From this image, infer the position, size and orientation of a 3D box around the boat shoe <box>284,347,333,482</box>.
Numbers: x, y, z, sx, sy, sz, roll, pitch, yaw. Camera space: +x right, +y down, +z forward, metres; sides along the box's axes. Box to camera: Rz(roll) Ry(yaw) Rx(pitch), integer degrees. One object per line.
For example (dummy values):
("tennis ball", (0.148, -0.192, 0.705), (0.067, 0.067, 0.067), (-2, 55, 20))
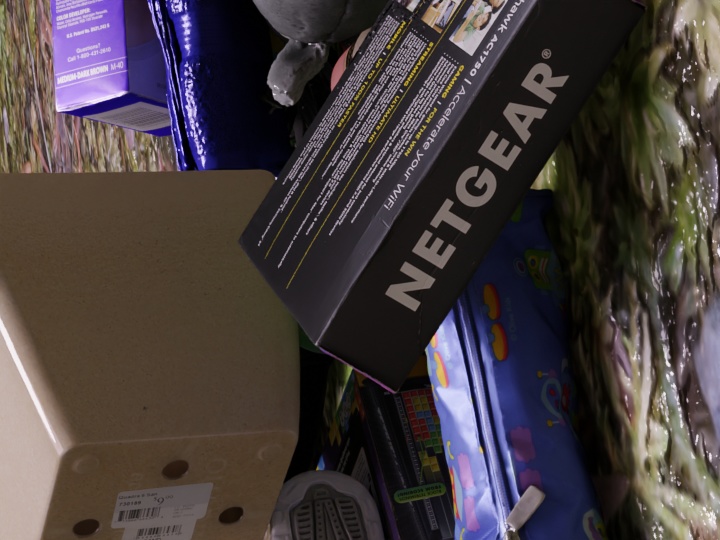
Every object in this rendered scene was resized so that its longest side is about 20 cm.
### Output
("boat shoe", (-0.042, 0.043, 1.445), (0.063, 0.074, 0.202), (18, 98, 32))

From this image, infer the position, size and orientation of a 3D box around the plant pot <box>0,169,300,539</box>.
("plant pot", (-0.136, 0.078, 1.286), (0.177, 0.199, 0.200), (-114, 33, -40))

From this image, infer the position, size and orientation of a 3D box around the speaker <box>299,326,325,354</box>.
("speaker", (0.000, 0.000, 1.307), (0.200, 0.088, 0.089), (153, 109, -74))

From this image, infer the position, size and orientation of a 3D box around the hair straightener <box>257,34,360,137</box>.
("hair straightener", (-0.022, -0.114, 1.380), (0.077, 0.041, 0.200), (-42, 50, 18))

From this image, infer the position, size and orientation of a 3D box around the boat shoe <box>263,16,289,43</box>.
("boat shoe", (-0.042, -0.223, 1.386), (0.063, 0.073, 0.202), (116, 148, -65))

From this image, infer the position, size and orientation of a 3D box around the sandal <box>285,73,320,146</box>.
("sandal", (-0.040, -0.044, 1.508), (0.075, 0.045, 0.201), (-150, 54, -72))

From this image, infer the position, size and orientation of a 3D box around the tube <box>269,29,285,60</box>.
("tube", (-0.068, -0.195, 1.498), (0.077, 0.050, 0.201), (-157, 66, -78))

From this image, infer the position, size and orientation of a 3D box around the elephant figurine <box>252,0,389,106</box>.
("elephant figurine", (0.009, -0.202, 1.125), (0.155, 0.141, 0.200), (56, 150, -8))

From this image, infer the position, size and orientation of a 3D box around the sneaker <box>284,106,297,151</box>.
("sneaker", (-0.077, -0.087, 1.601), (0.085, 0.078, 0.201), (98, 169, -63))

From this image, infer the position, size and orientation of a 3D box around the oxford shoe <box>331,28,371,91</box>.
("oxford shoe", (0.038, -0.055, 1.175), (0.075, 0.070, 0.201), (-55, 48, 47))

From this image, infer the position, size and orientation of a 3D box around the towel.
("towel", (-0.094, -0.151, 1.400), (0.148, 0.049, 0.201), (-1, -98, -77))

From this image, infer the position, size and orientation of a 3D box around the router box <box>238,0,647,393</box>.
("router box", (0.030, -0.062, 1.029), (0.200, 0.051, 0.149), (-57, 24, 8))

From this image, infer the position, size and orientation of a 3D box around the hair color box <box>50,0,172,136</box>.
("hair color box", (-0.143, -0.194, 1.444), (0.065, 0.109, 0.201), (-12, 78, 31))

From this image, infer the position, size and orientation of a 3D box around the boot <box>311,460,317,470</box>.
("boot", (-0.080, 0.060, 1.627), (0.186, 0.064, 0.200), (49, 156, 41))

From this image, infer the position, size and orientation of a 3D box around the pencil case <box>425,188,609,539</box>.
("pencil case", (0.069, 0.057, 1.082), (0.087, 0.078, 0.201), (19, -120, -74))

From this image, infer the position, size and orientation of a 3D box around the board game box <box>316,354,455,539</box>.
("board game box", (0.023, 0.170, 1.354), (0.200, 0.056, 0.166), (109, 148, -58))

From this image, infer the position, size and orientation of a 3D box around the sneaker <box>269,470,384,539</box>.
("sneaker", (-0.010, 0.220, 1.285), (0.099, 0.078, 0.201), (101, 165, -65))
